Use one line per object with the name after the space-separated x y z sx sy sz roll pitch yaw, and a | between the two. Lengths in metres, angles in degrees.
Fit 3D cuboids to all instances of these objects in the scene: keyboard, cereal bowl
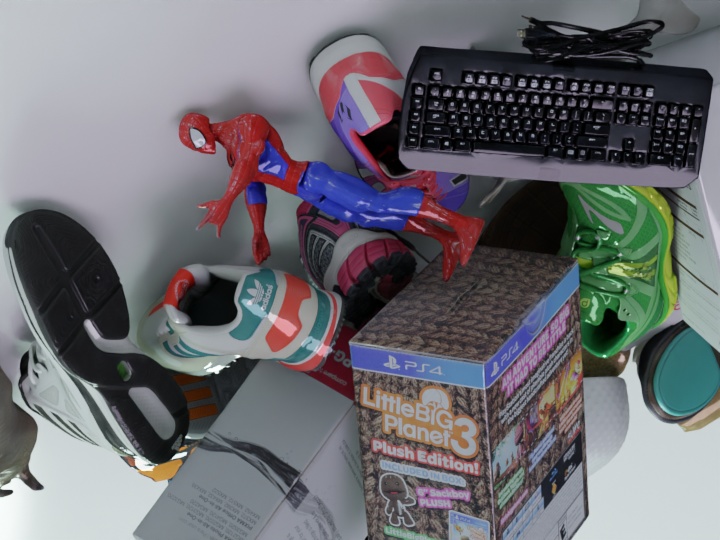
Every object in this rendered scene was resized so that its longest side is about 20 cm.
0.124 -0.105 1.339 0.198 0.040 0.105 2 100 -14 | keyboard
0.113 0.139 1.684 0.198 0.084 0.200 -9 173 -1 | cereal bowl

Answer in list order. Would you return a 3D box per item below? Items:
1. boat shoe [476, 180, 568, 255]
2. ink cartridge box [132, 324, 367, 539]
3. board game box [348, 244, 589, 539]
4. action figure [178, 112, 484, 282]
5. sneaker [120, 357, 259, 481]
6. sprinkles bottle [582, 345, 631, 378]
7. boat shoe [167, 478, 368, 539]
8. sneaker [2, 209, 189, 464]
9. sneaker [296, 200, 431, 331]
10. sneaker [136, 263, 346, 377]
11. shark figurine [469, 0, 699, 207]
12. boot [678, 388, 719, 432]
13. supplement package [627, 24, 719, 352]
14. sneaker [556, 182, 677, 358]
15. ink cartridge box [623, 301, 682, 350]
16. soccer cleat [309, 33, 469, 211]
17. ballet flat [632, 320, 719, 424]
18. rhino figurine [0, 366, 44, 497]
0.110 -0.002 1.567 0.200 0.072 0.072 -47 179 -5 | boat shoe
-0.050 0.147 1.473 0.200 0.083 0.145 -53 152 -18 | ink cartridge box
0.077 0.108 1.444 0.159 0.096 0.201 -41 133 -53 | board game box
-0.032 -0.030 1.368 0.199 0.099 0.065 27 159 -6 | action figure
-0.096 0.098 1.592 0.199 0.078 0.112 -4 158 -38 | sneaker
0.108 0.059 1.655 0.199 0.069 0.068 -5 142 -27 | sprinkles bottle
-0.055 0.170 1.635 0.198 0.069 0.084 4 146 17 | boat shoe
-0.205 0.048 1.441 0.115 0.076 0.201 0 129 40 | sneaker
0.000 0.000 1.509 0.080 0.075 0.200 -36 163 -10 | sneaker
-0.101 0.023 1.428 0.093 0.071 0.199 29 161 -35 | sneaker
0.117 -0.126 1.409 0.214 0.090 0.128 -45 176 40 | shark figurine
0.337 0.072 1.742 0.199 0.175 0.066 -32 107 8 | boot
0.268 -0.057 1.471 0.120 0.120 0.201 -19 110 -6 | supplement package
0.167 -0.007 1.479 0.084 0.074 0.201 -47 142 -19 | sneaker
0.250 -0.034 1.616 0.199 0.068 0.116 -32 145 11 | ink cartridge box
0.027 -0.074 1.418 0.068 0.073 0.200 -28 146 7 | soccer cleat
0.257 0.061 1.699 0.200 0.073 0.073 -41 163 -42 | ballet flat
-0.269 0.115 1.509 0.087 0.060 0.200 -23 148 -5 | rhino figurine
